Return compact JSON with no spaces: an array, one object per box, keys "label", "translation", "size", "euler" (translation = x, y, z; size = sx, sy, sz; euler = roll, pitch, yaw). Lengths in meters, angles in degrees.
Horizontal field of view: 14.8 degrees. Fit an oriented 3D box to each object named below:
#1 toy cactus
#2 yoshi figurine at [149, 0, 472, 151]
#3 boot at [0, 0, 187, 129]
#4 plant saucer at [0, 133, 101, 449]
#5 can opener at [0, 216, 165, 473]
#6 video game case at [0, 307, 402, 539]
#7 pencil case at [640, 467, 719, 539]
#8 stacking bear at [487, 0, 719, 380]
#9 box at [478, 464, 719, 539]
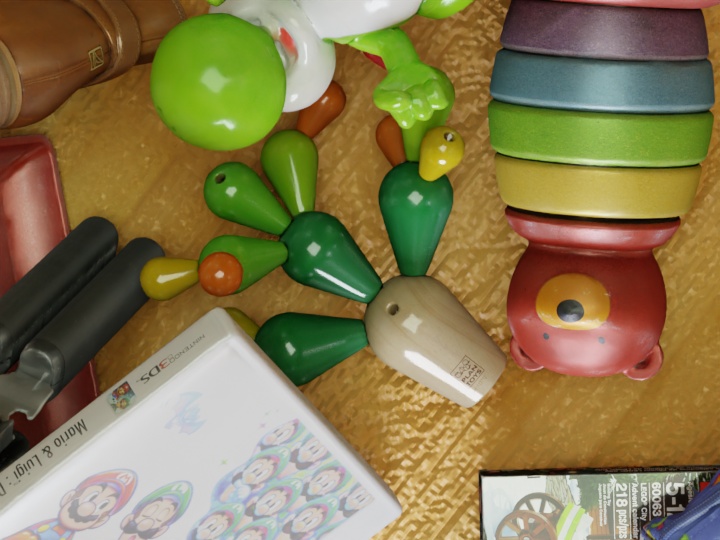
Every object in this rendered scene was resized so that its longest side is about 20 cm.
[{"label":"toy cactus","translation":[0.000,0.000,1.304],"size":[0.165,0.102,0.200],"euler":[38,83,-9]},{"label":"yoshi figurine","translation":[-0.018,-0.113,1.214],"size":[0.200,0.112,0.113],"euler":[-37,59,26]},{"label":"boot","translation":[-0.188,-0.109,1.307],"size":[0.154,0.200,0.074],"euler":[-21,121,-32]},{"label":"plant saucer","translation":[-0.198,0.045,1.276],"size":[0.037,0.199,0.201],"euler":[-11,91,33]},{"label":"can opener","translation":[-0.157,0.050,1.275],"size":[0.053,0.200,0.067],"euler":[23,126,14]},{"label":"video game case","translation":[-0.091,0.120,1.268],"size":[0.182,0.200,0.024],"euler":[-37,53,2]},{"label":"pencil case","translation":[0.214,0.085,1.262],"size":[0.200,0.078,0.087],"euler":[-45,121,5]},{"label":"stacking bear","translation":[0.110,-0.049,1.292],"size":[0.121,0.114,0.201],"euler":[5,98,9]},{"label":"box","translation":[0.126,0.194,1.331],"size":[0.136,0.038,0.201],"euler":[-2,91,1]}]
